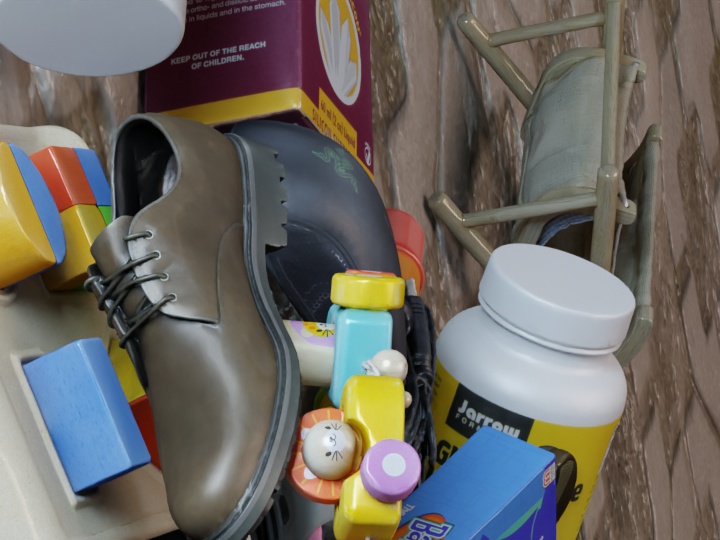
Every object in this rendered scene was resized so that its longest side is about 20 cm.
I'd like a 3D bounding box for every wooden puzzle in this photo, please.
[{"bbox_3d":[-0.118,0.020,1.101,0.186,0.046,0.200,67,18,5],"label":"wooden puzzle"}]

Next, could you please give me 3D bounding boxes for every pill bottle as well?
[{"bbox_3d":[0.083,0.093,1.534,0.112,0.112,0.201,-51,160,-67],"label":"pill bottle"},{"bbox_3d":[-0.113,-0.190,1.181,0.111,0.110,0.201,52,34,-57],"label":"pill bottle"}]

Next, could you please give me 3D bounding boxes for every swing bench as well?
[{"bbox_3d":[0.143,-0.053,1.898,0.200,0.129,0.201,-82,156,-44],"label":"swing bench"}]

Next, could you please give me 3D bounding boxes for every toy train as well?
[{"bbox_3d":[-0.014,0.091,1.106,0.201,0.055,0.151,-93,-170,-47],"label":"toy train"}]

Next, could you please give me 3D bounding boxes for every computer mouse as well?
[{"bbox_3d":[0.000,0.000,1.323,0.139,0.052,0.200,-94,158,-50],"label":"computer mouse"}]

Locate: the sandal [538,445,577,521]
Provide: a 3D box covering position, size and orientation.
[{"bbox_3d":[0.038,0.167,1.455,0.200,0.054,0.082,-53,160,-2],"label":"sandal"}]

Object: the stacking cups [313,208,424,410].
[{"bbox_3d":[0.012,0.039,1.549,0.201,0.060,0.061,-78,153,-48],"label":"stacking cups"}]

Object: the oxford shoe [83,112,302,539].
[{"bbox_3d":[-0.074,0.022,1.076,0.084,0.073,0.201,24,41,-35],"label":"oxford shoe"}]

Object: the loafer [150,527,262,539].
[{"bbox_3d":[-0.074,0.109,1.232,0.072,0.072,0.201,7,76,-77],"label":"loafer"}]

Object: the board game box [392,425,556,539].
[{"bbox_3d":[0.018,0.187,1.229,0.200,0.045,0.153,-39,138,-40],"label":"board game box"}]

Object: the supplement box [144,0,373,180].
[{"bbox_3d":[-0.051,-0.142,1.397,0.110,0.085,0.201,48,37,-60],"label":"supplement box"}]

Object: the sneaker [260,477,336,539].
[{"bbox_3d":[-0.010,0.121,1.283,0.200,0.095,0.080,117,-30,-74],"label":"sneaker"}]

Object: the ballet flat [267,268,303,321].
[{"bbox_3d":[-0.069,0.011,1.331,0.200,0.071,0.072,44,40,-59],"label":"ballet flat"}]
